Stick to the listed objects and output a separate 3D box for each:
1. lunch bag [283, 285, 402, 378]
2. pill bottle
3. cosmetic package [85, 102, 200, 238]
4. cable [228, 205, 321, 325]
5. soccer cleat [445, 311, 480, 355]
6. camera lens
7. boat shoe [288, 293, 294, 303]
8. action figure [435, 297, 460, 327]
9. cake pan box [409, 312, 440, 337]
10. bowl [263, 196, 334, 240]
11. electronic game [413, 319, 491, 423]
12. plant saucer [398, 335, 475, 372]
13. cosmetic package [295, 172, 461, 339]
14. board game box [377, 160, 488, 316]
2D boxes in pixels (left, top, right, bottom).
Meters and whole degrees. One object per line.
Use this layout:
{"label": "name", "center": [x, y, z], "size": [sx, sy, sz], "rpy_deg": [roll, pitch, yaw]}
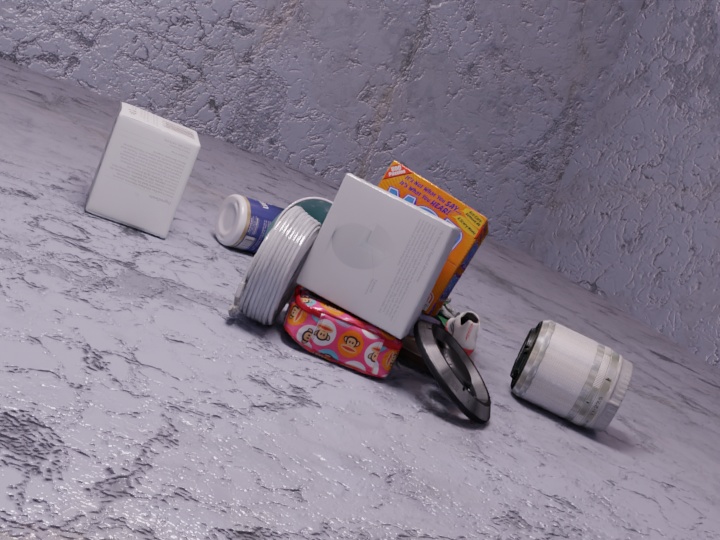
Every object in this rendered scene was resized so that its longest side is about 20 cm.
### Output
{"label": "lunch bag", "center": [-0.033, 0.099, 1.463], "size": [0.198, 0.083, 0.176], "rpy_deg": [25, 7, -9]}
{"label": "pill bottle", "center": [-0.207, -0.090, 1.887], "size": [0.199, 0.112, 0.111], "rpy_deg": [15, 14, -39]}
{"label": "cosmetic package", "center": [-0.428, -0.199, 1.701], "size": [0.164, 0.202, 0.165], "rpy_deg": [20, 11, -19]}
{"label": "cable", "center": [-0.131, -0.008, 1.424], "size": [0.069, 0.201, 0.200], "rpy_deg": [28, 7, 4]}
{"label": "soccer cleat", "center": [0.224, 0.123, 1.853], "size": [0.068, 0.086, 0.200], "rpy_deg": [23, 11, 0]}
{"label": "camera lens", "center": [0.399, 0.200, 1.659], "size": [0.199, 0.161, 0.160], "rpy_deg": [25, 11, 8]}
{"label": "boat shoe", "center": [-0.049, 0.073, 1.581], "size": [0.199, 0.071, 0.064], "rpy_deg": [29, 10, -16]}
{"label": "action figure", "center": [0.182, 0.083, 2.056], "size": [0.117, 0.055, 0.200], "rpy_deg": [11, 12, -38]}
{"label": "cake pan box", "center": [0.042, 0.057, 1.598], "size": [0.183, 0.053, 0.200], "rpy_deg": [31, 1, 22]}
{"label": "bowl", "center": [-0.118, -0.046, 1.738], "size": [0.199, 0.203, 0.105], "rpy_deg": [16, -6, -34]}
{"label": "electronic game", "center": [0.154, 0.167, 1.440], "size": [0.200, 0.041, 0.200], "rpy_deg": [49, 15, -18]}
{"label": "plant saucer", "center": [0.123, 0.154, 1.641], "size": [0.199, 0.032, 0.200], "rpy_deg": [23, 10, -4]}
{"label": "cosmetic package", "center": [0.034, -0.024, 1.431], "size": [0.199, 0.201, 0.123], "rpy_deg": [28, 6, 12]}
{"label": "board game box", "center": [0.103, -0.052, 1.610], "size": [0.199, 0.201, 0.200], "rpy_deg": [33, 2, 10]}
